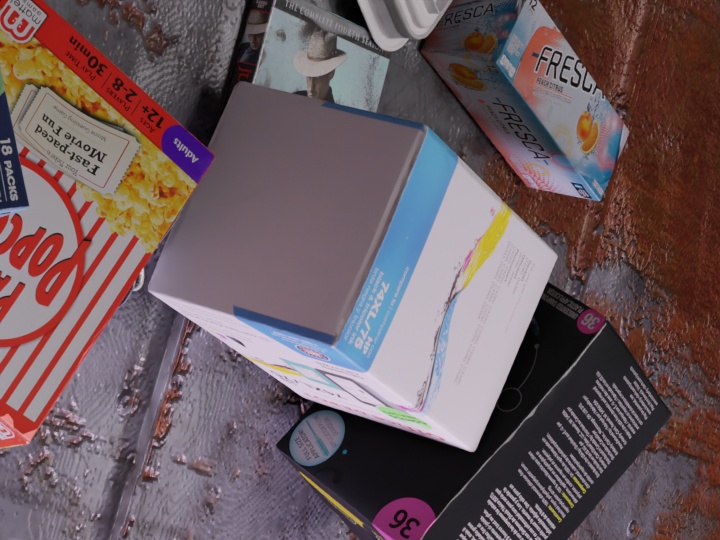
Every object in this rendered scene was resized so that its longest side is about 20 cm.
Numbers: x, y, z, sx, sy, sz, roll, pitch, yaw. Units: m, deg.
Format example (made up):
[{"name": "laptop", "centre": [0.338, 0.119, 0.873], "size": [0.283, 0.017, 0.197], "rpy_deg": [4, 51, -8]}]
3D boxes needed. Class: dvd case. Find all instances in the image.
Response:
[{"name": "dvd case", "centre": [-0.047, -0.070, 1.570], "size": [0.146, 0.022, 0.200], "rpy_deg": [19, 85, -57]}]

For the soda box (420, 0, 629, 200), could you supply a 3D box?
[{"name": "soda box", "centre": [0.121, -0.128, 1.755], "size": [0.200, 0.068, 0.064], "rpy_deg": [46, 63, -51]}]

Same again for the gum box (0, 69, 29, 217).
[{"name": "gum box", "centre": [-0.258, -0.099, 1.168], "size": [0.200, 0.044, 0.170], "rpy_deg": [-9, 87, -54]}]

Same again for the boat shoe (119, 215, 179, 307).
[{"name": "boat shoe", "centre": [-0.154, -0.005, 1.390], "size": [0.200, 0.068, 0.072], "rpy_deg": [-36, 130, -44]}]

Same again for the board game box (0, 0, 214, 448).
[{"name": "board game box", "centre": [-0.189, -0.030, 1.294], "size": [0.151, 0.046, 0.200], "rpy_deg": [41, 63, -22]}]

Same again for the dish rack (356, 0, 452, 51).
[{"name": "dish rack", "centre": [0.049, -0.260, 1.610], "size": [0.200, 0.043, 0.172], "rpy_deg": [-57, 140, -34]}]

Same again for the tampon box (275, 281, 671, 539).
[{"name": "tampon box", "centre": [0.076, 0.108, 1.630], "size": [0.200, 0.150, 0.126], "rpy_deg": [-48, 136, -9]}]

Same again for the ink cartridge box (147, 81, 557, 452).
[{"name": "ink cartridge box", "centre": [0.000, 0.000, 1.513], "size": [0.200, 0.147, 0.146], "rpy_deg": [39, 71, -54]}]
